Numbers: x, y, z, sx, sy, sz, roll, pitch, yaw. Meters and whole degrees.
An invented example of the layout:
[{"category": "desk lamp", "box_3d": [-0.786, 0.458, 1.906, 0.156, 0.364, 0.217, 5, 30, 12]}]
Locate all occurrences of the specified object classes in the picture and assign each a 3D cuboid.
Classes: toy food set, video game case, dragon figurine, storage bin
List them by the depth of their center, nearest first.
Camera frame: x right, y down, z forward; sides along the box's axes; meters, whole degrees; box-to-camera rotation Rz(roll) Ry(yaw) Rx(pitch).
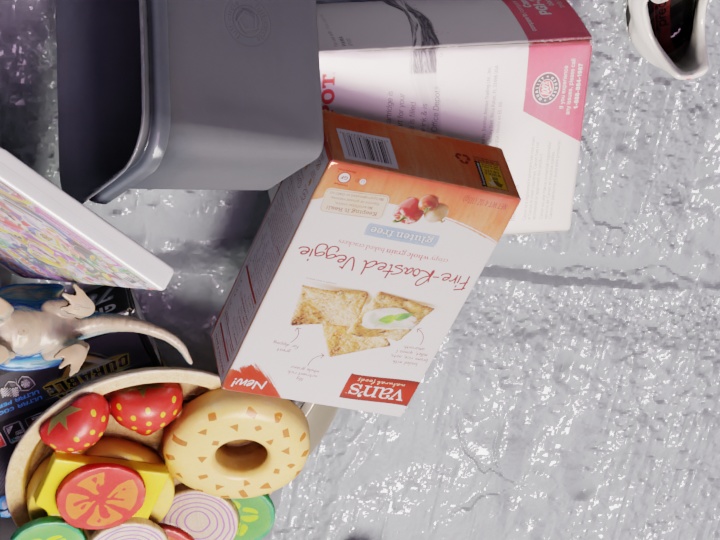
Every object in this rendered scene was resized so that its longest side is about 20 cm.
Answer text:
[{"category": "storage bin", "box_3d": [-0.105, -0.135, 1.351, 0.134, 0.201, 0.145, 6, 162, -29]}, {"category": "video game case", "box_3d": [-0.220, -0.034, 1.379, 0.143, 0.200, 0.018, 36, 73, -30]}, {"category": "dragon figurine", "box_3d": [-0.217, 0.038, 1.451, 0.199, 0.099, 0.059, -4, 92, -20]}, {"category": "toy food set", "box_3d": [-0.144, 0.146, 1.516, 0.199, 0.049, 0.198, 9, 127, -25]}]

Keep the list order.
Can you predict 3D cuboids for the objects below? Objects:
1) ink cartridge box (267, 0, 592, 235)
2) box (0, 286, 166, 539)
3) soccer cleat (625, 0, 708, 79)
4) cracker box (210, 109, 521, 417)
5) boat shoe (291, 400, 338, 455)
[{"category": "ink cartridge box", "box_3d": [0.042, -0.101, 1.461, 0.199, 0.083, 0.147, -3, 122, -13]}, {"category": "box", "box_3d": [-0.219, 0.126, 1.553, 0.200, 0.050, 0.199, -21, 122, -1]}, {"category": "soccer cleat", "box_3d": [0.195, -0.217, 1.431, 0.068, 0.085, 0.200, -15, 123, -5]}, {"category": "cracker box", "box_3d": [0.000, 0.000, 1.431, 0.134, 0.058, 0.200, 10, 129, -23]}, {"category": "boat shoe", "box_3d": [-0.047, 0.073, 1.572, 0.063, 0.073, 0.200, 33, 122, 17]}]
